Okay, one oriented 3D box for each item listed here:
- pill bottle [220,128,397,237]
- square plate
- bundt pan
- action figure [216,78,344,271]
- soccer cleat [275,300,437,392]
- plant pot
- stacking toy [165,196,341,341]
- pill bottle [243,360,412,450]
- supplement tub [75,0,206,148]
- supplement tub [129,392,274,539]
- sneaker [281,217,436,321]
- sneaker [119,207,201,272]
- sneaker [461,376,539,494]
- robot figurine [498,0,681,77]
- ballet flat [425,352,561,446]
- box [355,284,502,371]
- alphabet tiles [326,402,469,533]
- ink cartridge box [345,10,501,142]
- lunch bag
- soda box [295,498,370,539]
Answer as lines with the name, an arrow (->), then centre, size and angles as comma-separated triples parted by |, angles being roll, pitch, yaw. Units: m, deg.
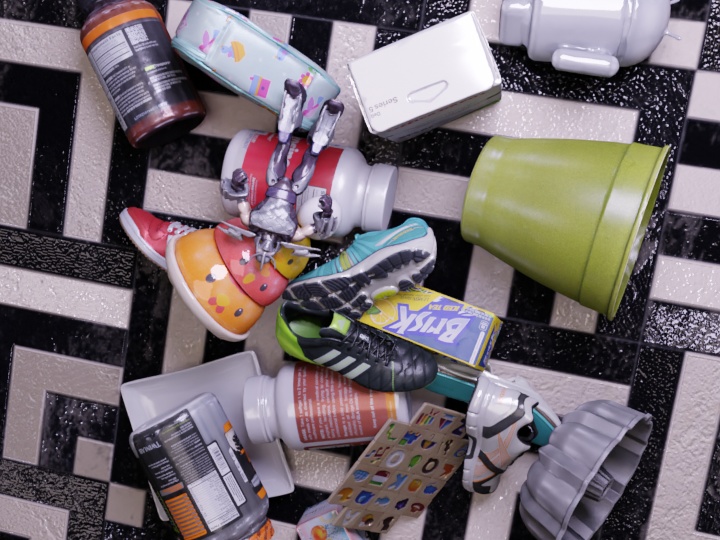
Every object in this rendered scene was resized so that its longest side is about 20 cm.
pill bottle -> -0.061, -0.104, 1.018 | 0.200, 0.112, 0.112 | 11, 98, 8
square plate -> -0.205, 0.223, 1.121 | 0.200, 0.028, 0.198 | -15, 94, 11
bundt pan -> 0.255, 0.236, 0.969 | 0.076, 0.202, 0.202 | 31, 101, 31
action figure -> -0.081, -0.095, 0.890 | 0.130, 0.069, 0.200 | 18, 84, -12
soccer cleat -> -0.008, 0.088, 0.961 | 0.200, 0.081, 0.068 | 15, 55, 13
plant pot -> 0.225, -0.069, 0.947 | 0.193, 0.200, 0.201 | 20, 99, 20
stacking toy -> -0.110, -0.025, 0.955 | 0.200, 0.146, 0.146 | -34, 90, 11
pill bottle -> -0.039, 0.164, 1.036 | 0.200, 0.112, 0.112 | -6, 95, 5
supplement tub -> -0.281, -0.263, 1.043 | 0.107, 0.107, 0.200 | -25, 91, 11
supplement tub -> -0.196, 0.266, 1.048 | 0.122, 0.123, 0.200 | -27, 92, 11
sneaker -> 0.000, 0.000, 0.981 | 0.200, 0.080, 0.078 | -22, 131, 19
sneaker -> -0.207, -0.039, 1.071 | 0.200, 0.071, 0.112 | 41, 105, -4
sneaker -> 0.167, 0.211, 0.991 | 0.080, 0.074, 0.200 | 13, 139, 17
robot figurine -> 0.260, -0.293, 0.942 | 0.200, 0.113, 0.170 | 7, 68, 10
ballet flat -> 0.167, 0.147, 1.031 | 0.200, 0.069, 0.070 | 25, 100, 6
box -> 0.066, 0.054, 1.009 | 0.200, 0.064, 0.070 | 20, 85, 21
alphabet tiles -> 0.054, 0.248, 1.027 | 0.200, 0.166, 0.006 | -55, 43, 14
ink cartridge box -> 0.079, -0.211, 0.938 | 0.145, 0.200, 0.084 | -21, 92, 11
lunch bag -> -0.123, -0.239, 0.979 | 0.200, 0.160, 0.077 | 30, 96, -20
soda box -> -0.007, 0.398, 1.085 | 0.064, 0.068, 0.200 | -27, 92, 11
